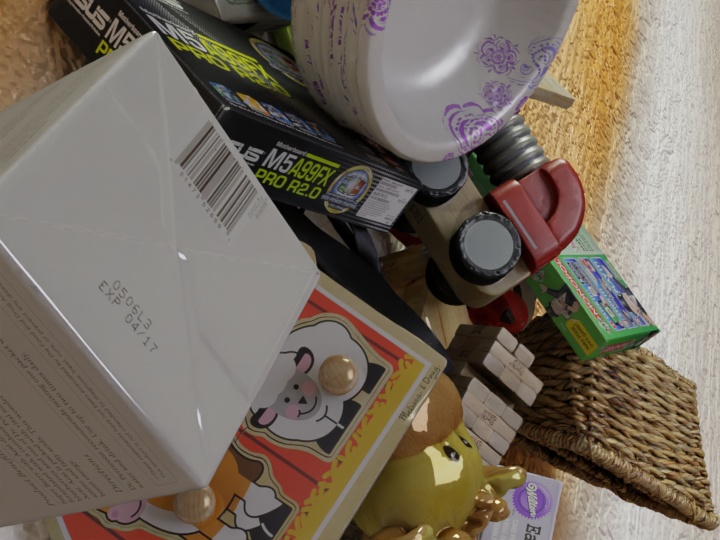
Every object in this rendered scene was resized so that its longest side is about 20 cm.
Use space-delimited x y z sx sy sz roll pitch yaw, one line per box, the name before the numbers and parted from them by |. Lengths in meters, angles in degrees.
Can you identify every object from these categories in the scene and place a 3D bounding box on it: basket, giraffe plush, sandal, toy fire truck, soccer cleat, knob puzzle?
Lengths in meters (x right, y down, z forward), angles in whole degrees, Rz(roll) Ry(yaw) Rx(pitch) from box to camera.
basket | 0.200 0.149 0.936 0.199 0.142 0.150 32 45 -33
giraffe plush | -0.004 0.104 0.593 0.173 0.161 0.201 -50 128 -37
sandal | 0.000 0.001 0.696 0.200 0.043 0.076 45 -10 35
toy fire truck | 0.108 -0.089 0.787 0.199 0.129 0.177 -31 83 -15
soccer cleat | 0.080 -0.034 0.884 0.200 0.068 0.085 51 42 -7
knob puzzle | -0.084 0.061 0.521 0.030 0.218 0.221 89 -1 -69

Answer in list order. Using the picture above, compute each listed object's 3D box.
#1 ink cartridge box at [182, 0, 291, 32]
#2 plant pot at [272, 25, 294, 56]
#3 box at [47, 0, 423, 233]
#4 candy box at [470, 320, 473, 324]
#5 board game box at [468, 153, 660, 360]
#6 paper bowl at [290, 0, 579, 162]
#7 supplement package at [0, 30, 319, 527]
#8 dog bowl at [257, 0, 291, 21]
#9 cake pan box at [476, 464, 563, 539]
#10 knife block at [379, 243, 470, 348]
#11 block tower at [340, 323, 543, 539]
ink cartridge box | -0.107 -0.267 0.746 0.094 0.037 0.201 -21 97 -53
plant pot | 0.038 -0.264 0.834 0.181 0.198 0.201 -22 96 -63
box | -0.070 -0.103 0.648 0.160 0.044 0.199 48 19 31
candy box | 0.084 -0.038 0.956 0.102 0.026 0.201 -15 89 -59
board game box | 0.160 -0.020 0.878 0.134 0.029 0.201 -2 54 -56
paper bowl | 0.040 -0.175 0.637 0.200 0.104 0.202 -31 138 -32
supplement package | -0.141 0.016 0.413 0.122 0.199 0.120 56 36 -25
dog bowl | -0.036 -0.268 0.729 0.050 0.111 0.202 -11 86 -67
cake pan box | 0.086 0.252 0.705 0.185 0.052 0.201 91 15 -55
knife block | 0.064 0.102 0.827 0.176 0.064 0.201 50 39 -35
block tower | 0.050 0.133 0.711 0.054 0.058 0.201 40 72 -22
